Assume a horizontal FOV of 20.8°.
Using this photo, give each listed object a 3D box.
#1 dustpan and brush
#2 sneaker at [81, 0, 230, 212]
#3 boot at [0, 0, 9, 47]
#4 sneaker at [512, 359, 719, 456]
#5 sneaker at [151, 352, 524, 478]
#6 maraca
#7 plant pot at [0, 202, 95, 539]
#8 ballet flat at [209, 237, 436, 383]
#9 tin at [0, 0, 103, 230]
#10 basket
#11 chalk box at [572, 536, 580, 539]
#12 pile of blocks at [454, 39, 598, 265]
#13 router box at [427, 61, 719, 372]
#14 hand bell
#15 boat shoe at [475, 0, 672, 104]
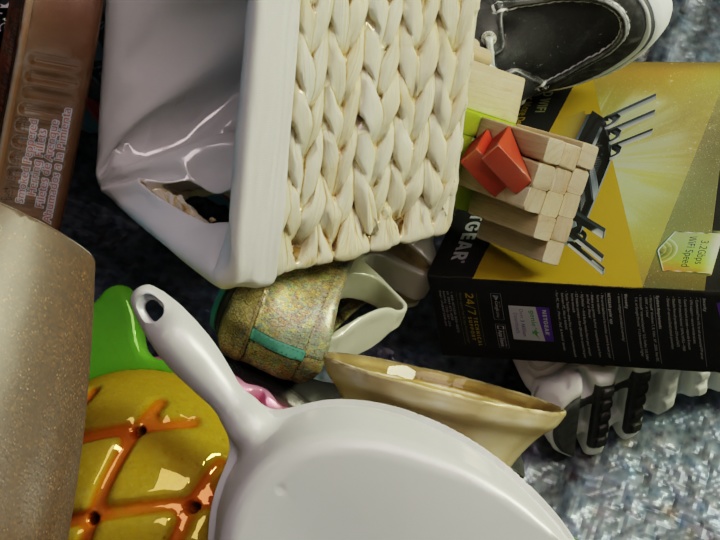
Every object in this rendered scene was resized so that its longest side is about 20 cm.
[{"bbox_3d":[-0.025,0.084,0.764,0.140,0.057,0.200,-41,92,5],"label":"dustpan and brush"},{"bbox_3d":[-0.069,-0.089,0.986,0.200,0.096,0.079,22,50,-19],"label":"sneaker"},{"bbox_3d":[-0.268,-0.157,1.007,0.200,0.076,0.168,-17,57,-33],"label":"boot"},{"bbox_3d":[0.168,0.025,0.997,0.200,0.075,0.081,-14,48,-21],"label":"sneaker"},{"bbox_3d":[-0.011,0.080,0.918,0.200,0.079,0.095,21,30,0],"label":"sneaker"},{"bbox_3d":[-0.102,0.096,0.842,0.137,0.107,0.200,-42,65,4],"label":"maraca"},{"bbox_3d":[-0.183,0.069,0.749,0.187,0.187,0.200,21,78,1],"label":"plant pot"},{"bbox_3d":[0.000,0.000,0.939,0.071,0.071,0.200,34,32,10],"label":"ballet flat"},{"bbox_3d":[-0.150,-0.075,0.906,0.042,0.200,0.112,11,28,-11],"label":"tin"},{"bbox_3d":[-0.031,-0.110,0.866,0.123,0.200,0.136,-9,28,-32],"label":"basket"},{"bbox_3d":[0.124,0.218,0.807,0.200,0.125,0.124,27,52,4],"label":"chalk box"},{"bbox_3d":[0.031,-0.080,0.939,0.062,0.082,0.200,13,32,-43],"label":"pile of blocks"},{"bbox_3d":[0.137,-0.033,0.984,0.157,0.052,0.200,3,38,20],"label":"router box"},{"bbox_3d":[0.012,0.143,0.819,0.104,0.104,0.200,13,91,-5],"label":"hand bell"},{"bbox_3d":[0.064,-0.111,1.007,0.200,0.072,0.068,-7,31,37],"label":"boat shoe"}]
